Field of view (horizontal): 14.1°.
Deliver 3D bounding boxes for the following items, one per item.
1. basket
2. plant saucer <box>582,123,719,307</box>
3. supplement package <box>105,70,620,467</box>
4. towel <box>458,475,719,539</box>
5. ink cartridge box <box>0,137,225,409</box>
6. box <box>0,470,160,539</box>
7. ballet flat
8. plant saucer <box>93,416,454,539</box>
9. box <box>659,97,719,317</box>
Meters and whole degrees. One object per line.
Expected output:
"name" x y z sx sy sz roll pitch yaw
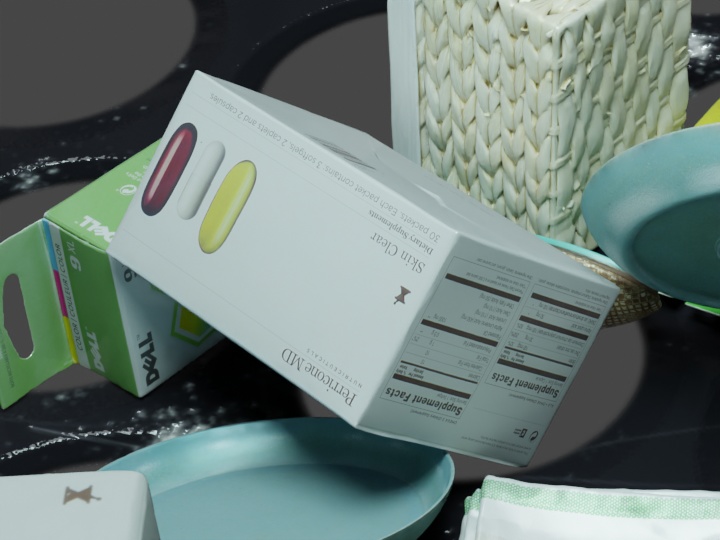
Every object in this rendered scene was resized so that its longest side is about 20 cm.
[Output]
"basket" 0.104 -0.115 1.634 0.123 0.200 0.136 33 53 31
"plant saucer" 0.211 -0.021 1.461 0.200 0.200 0.027 -1 66 8
"supplement package" 0.000 0.000 1.508 0.200 0.111 0.156 32 9 37
"towel" 0.111 0.177 1.396 0.149 0.031 0.200 1 39 11
"ink cartridge box" -0.113 -0.003 1.596 0.200 0.104 0.059 -35 45 -31
"box" -0.184 0.217 1.278 0.200 0.171 0.199 -2 39 5
"ballet flat" 0.071 0.006 1.602 0.200 0.071 0.065 20 74 34
"plant saucer" -0.051 0.121 1.450 0.200 0.027 0.200 -7 19 2
"box" 0.231 -0.045 1.641 0.117 0.048 0.200 19 47 28
